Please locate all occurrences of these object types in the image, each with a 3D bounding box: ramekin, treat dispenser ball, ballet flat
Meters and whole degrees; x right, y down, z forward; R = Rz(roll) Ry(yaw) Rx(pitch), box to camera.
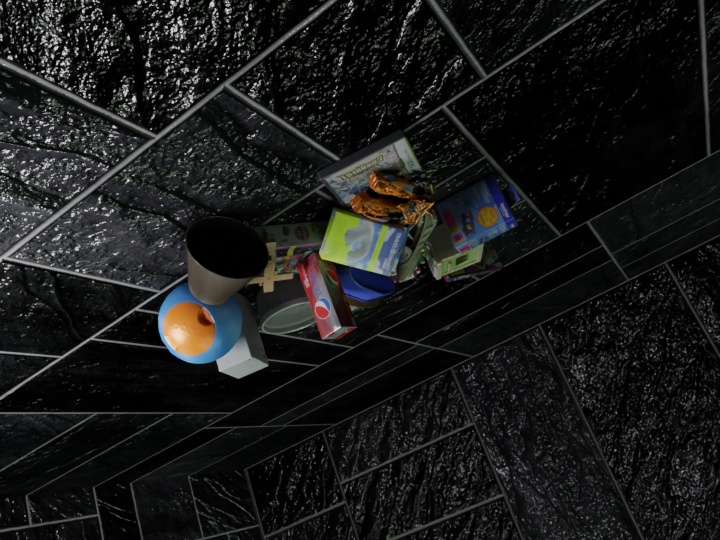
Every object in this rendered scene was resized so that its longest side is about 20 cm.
[{"bbox_3d":[-0.193,0.087,1.828,0.199,0.106,0.200,-18,157,-8],"label":"ramekin"},{"bbox_3d":[-0.389,0.124,1.605,0.199,0.202,0.201,-18,158,-8],"label":"treat dispenser ball"},{"bbox_3d":[0.131,-0.070,1.701,0.062,0.201,0.067,31,170,-31],"label":"ballet flat"}]

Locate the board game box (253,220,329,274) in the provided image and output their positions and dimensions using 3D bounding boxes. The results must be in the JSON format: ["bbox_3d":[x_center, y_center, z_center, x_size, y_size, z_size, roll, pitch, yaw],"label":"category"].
[{"bbox_3d":[-0.175,-0.049,1.589,0.199,0.065,0.148,-9,155,-30],"label":"board game box"}]

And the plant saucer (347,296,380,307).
[{"bbox_3d":[-0.036,0.037,1.790,0.199,0.200,0.036,0,118,-42],"label":"plant saucer"}]

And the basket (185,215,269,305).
[{"bbox_3d":[-0.313,-0.011,1.458,0.179,0.137,0.200,22,150,-13],"label":"basket"}]

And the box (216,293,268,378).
[{"bbox_3d":[-0.335,0.170,1.760,0.097,0.201,0.124,-24,158,6],"label":"box"}]

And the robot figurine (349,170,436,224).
[{"bbox_3d":[0.081,-0.157,1.482,0.199,0.058,0.145,9,136,-38],"label":"robot figurine"}]

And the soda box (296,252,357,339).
[{"bbox_3d":[-0.081,0.060,1.573,0.070,0.201,0.063,-34,155,32],"label":"soda box"}]

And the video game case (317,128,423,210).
[{"bbox_3d":[0.027,-0.214,1.441,0.199,0.026,0.181,-26,158,9],"label":"video game case"}]

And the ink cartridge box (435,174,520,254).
[{"bbox_3d":[0.313,-0.151,1.699,0.199,0.137,0.076,-27,161,13],"label":"ink cartridge box"}]

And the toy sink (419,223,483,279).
[{"bbox_3d":[0.239,-0.055,1.886,0.199,0.113,0.131,-20,158,-3],"label":"toy sink"}]

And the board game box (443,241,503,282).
[{"bbox_3d":[0.324,-0.038,1.994,0.199,0.121,0.032,-11,159,-24],"label":"board game box"}]

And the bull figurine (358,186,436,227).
[{"bbox_3d":[0.087,-0.125,1.605,0.199,0.065,0.122,-31,118,6],"label":"bull figurine"}]

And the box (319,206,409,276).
[{"bbox_3d":[0.014,-0.064,1.552,0.199,0.048,0.123,14,108,-18],"label":"box"}]

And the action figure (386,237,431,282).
[{"bbox_3d":[0.106,-0.057,1.813,0.133,0.149,0.201,-28,140,-13],"label":"action figure"}]

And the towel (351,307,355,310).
[{"bbox_3d":[-0.027,0.078,2.053,0.192,0.035,0.199,-34,154,28],"label":"towel"}]

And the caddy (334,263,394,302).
[{"bbox_3d":[0.000,0.000,1.693,0.199,0.143,0.105,22,156,-38],"label":"caddy"}]

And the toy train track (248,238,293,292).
[{"bbox_3d":[-0.211,-0.017,1.514,0.114,0.033,0.201,-7,148,-14],"label":"toy train track"}]
